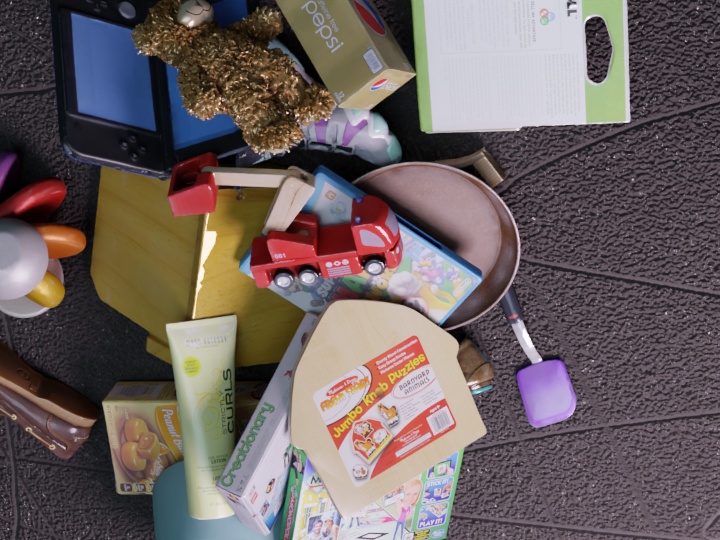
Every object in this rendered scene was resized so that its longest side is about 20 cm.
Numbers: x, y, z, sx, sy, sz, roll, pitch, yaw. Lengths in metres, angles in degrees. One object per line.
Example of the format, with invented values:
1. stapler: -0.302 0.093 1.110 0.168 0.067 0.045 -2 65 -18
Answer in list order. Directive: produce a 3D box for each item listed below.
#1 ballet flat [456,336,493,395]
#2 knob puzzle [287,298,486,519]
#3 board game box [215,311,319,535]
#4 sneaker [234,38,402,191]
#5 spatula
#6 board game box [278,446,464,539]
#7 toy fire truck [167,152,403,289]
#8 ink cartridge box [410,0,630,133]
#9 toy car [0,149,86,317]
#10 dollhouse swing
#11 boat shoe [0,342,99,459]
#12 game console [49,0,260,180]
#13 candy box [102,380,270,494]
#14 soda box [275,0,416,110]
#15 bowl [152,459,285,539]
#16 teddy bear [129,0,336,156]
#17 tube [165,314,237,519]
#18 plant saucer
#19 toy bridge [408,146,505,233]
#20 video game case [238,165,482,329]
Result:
1. ballet flat: 0.040 0.119 1.721 0.199 0.068 0.073 -22 85 19
2. knob puzzle: 0.010 0.117 1.637 0.218 0.030 0.221 -3 97 -21
3. board game box: -0.074 0.156 1.663 0.034 0.201 0.126 21 159 18
4. sneaker: -0.070 -0.126 1.609 0.200 0.078 0.140 35 78 7
5. spatula: 0.167 0.064 1.689 0.056 0.021 0.201 -18 105 20
6. board game box: 0.013 0.231 1.714 0.199 0.029 0.135 -6 118 -32
7. toy fire truck: -0.068 -0.052 1.552 0.199 0.049 0.141 -8 131 10
8. ink cartridge box: 0.154 -0.212 1.557 0.199 0.076 0.149 -1 110 12
9. toy car: -0.379 -0.050 1.708 0.199 0.175 0.151 27 79 2
10. dollhouse swing: -0.162 -0.025 1.721 0.181 0.176 0.201 -5 116 -30
11. boat shoe: -0.387 0.135 1.812 0.200 0.070 0.070 36 110 -3
12. game console: -0.190 -0.201 1.564 0.170 0.201 0.118 11 148 -37
13. candy box: -0.172 0.182 1.791 0.199 0.055 0.116 -1 112 14
14. soda box: -0.032 -0.251 1.551 0.064 0.068 0.201 -34 78 22
15. bowl: -0.138 0.298 1.760 0.200 0.105 0.201 8 138 7
16. teddy bear: -0.115 -0.189 1.520 0.200 0.145 0.067 55 158 17
17. tube: -0.155 0.148 1.659 0.052 0.058 0.201 0 97 21
18. plant saucer: 0.059 -0.028 1.639 0.199 0.035 0.201 2 124 3
19. toy bridge: 0.048 -0.065 1.663 0.200 0.027 0.067 -35 100 22
20. video game case: 0.000 0.000 1.632 0.200 0.018 0.143 33 120 -16
